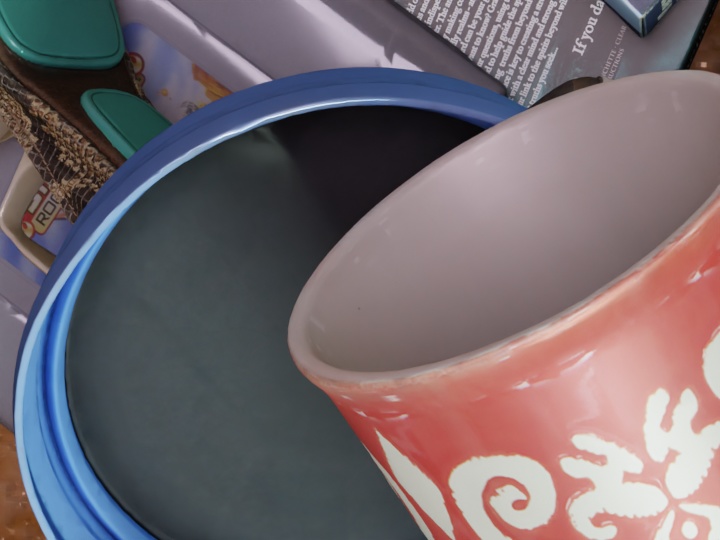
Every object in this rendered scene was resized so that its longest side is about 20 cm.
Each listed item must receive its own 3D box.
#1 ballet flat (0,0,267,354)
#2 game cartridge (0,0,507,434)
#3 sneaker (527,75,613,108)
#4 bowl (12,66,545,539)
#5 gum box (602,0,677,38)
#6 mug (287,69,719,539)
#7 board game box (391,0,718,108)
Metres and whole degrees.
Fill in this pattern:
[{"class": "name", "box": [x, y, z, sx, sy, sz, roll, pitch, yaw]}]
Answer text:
[{"class": "ballet flat", "box": [-0.096, -0.045, 0.894, 0.075, 0.068, 0.200, -50, 60, 27]}, {"class": "game cartridge", "box": [-0.059, -0.019, 0.953, 0.133, 0.042, 0.200, 35, 104, 1]}, {"class": "sneaker", "box": [0.000, 0.000, 0.887, 0.200, 0.077, 0.082, -44, 100, 10]}, {"class": "bowl", "box": [-0.003, 0.032, 0.828, 0.199, 0.039, 0.202, -4, 119, -8]}, {"class": "gum box", "box": [0.096, -0.207, 0.909, 0.170, 0.045, 0.200, 43, 92, 7]}, {"class": "mug", "box": [0.104, 0.055, 0.747, 0.177, 0.133, 0.201, -32, 111, -4]}, {"class": "board game box", "box": [0.072, -0.145, 0.952, 0.135, 0.028, 0.201, 24, 94, 8]}]
